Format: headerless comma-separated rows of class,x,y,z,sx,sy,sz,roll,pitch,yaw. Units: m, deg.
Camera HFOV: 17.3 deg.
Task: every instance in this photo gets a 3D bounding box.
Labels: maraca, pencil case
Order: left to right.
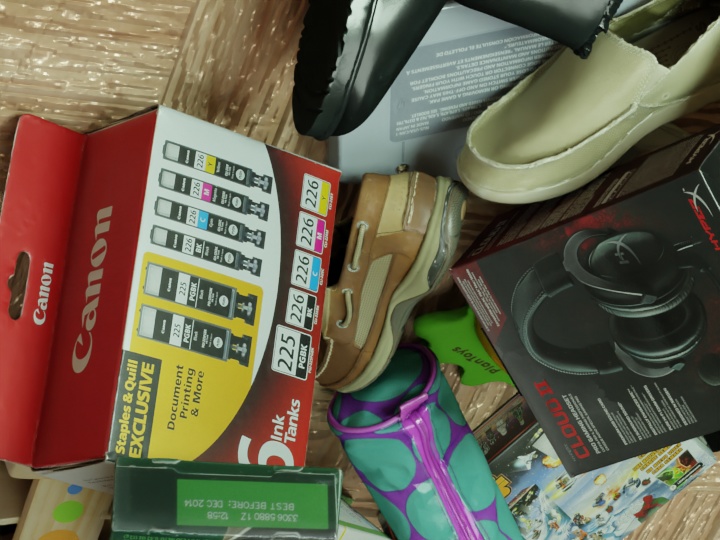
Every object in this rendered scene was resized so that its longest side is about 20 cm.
pencil case,0.053,0.147,1.535,0.085,0.092,0.201,-34,117,-10
maraca,0.125,0.030,1.498,0.199,0.108,0.137,-26,138,36

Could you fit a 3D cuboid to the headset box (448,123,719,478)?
headset box,0.159,0.021,1.353,0.199,0.077,0.149,-22,105,36

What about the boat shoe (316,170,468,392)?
boat shoe,0.000,0.000,1.421,0.073,0.076,0.200,18,141,-10

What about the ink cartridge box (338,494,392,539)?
ink cartridge box,-0.041,0.194,1.513,0.104,0.059,0.200,-53,162,1

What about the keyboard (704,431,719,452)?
keyboard,0.240,0.052,1.625,0.103,0.040,0.200,-10,139,16

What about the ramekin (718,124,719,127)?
ramekin,0.288,-0.094,1.386,0.201,0.105,0.201,-54,161,-28

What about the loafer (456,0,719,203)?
loafer,0.139,-0.109,1.355,0.199,0.076,0.069,-30,135,-11

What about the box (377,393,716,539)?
box,0.129,0.150,1.635,0.200,0.040,0.137,-41,126,13

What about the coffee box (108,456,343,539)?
coffee box,-0.077,0.154,1.293,0.122,0.044,0.200,4,157,-6

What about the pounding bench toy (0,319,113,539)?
pounding bench toy,-0.149,0.132,1.440,0.199,0.125,0.157,3,128,-27

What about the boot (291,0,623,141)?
boot,0.061,-0.152,1.293,0.161,0.073,0.200,12,102,-22

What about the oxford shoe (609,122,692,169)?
oxford shoe,0.233,-0.048,1.507,0.199,0.058,0.075,13,120,-35

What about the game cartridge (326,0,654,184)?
game cartridge,0.074,-0.117,1.389,0.199,0.041,0.134,-12,129,-15

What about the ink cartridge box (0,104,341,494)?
ink cartridge box,-0.112,0.021,1.307,0.175,0.202,0.084,18,161,-35
